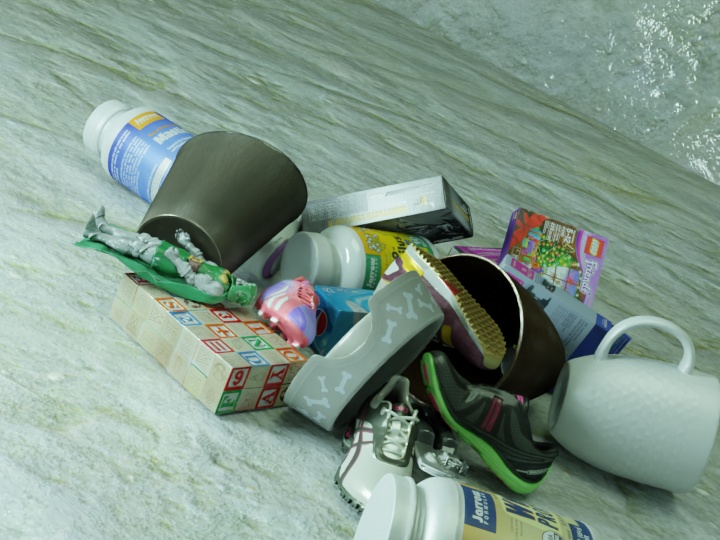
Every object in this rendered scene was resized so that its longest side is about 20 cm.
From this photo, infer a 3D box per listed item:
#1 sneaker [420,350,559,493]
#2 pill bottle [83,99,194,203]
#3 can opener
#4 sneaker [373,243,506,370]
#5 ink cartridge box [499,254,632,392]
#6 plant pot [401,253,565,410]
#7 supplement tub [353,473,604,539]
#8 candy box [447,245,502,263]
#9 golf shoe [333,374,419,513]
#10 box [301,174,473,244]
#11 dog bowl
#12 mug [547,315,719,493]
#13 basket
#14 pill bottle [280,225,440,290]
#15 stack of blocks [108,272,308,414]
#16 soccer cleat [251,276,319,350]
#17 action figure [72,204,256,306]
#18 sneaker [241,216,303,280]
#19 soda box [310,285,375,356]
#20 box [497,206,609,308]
[{"bbox_3d":[0.140,0.154,1.474,0.200,0.084,0.077,46,2,-16],"label":"sneaker"},{"bbox_3d":[-0.283,-0.155,1.846,0.200,0.112,0.112,33,23,24],"label":"pill bottle"},{"bbox_3d":[0.071,0.200,1.437,0.053,0.067,0.200,21,7,-8],"label":"can opener"},{"bbox_3d":[0.088,0.060,1.537,0.075,0.090,0.200,27,20,-44],"label":"sneaker"},{"bbox_3d":[0.239,0.081,1.757,0.200,0.119,0.042,32,27,-6],"label":"ink cartridge box"},{"bbox_3d":[0.163,0.094,1.641,0.187,0.187,0.200,39,10,37],"label":"plant pot"},{"bbox_3d":[0.099,0.263,1.164,0.200,0.144,0.144,19,21,-10],"label":"supplement tub"},{"bbox_3d":[0.230,0.037,1.976,0.136,0.061,0.200,2,30,-45],"label":"candy box"},{"bbox_3d":[0.022,0.180,1.371,0.077,0.088,0.200,20,22,-12],"label":"golf shoe"},{"bbox_3d":[0.039,-0.068,1.828,0.200,0.048,0.158,-10,-15,15],"label":"box"},{"bbox_3d":[0.009,0.091,1.439,0.059,0.200,0.200,45,26,12],"label":"dog bowl"},{"bbox_3d":[0.327,0.149,1.605,0.175,0.200,0.148,15,16,-1],"label":"mug"},{"bbox_3d":[-0.182,-0.064,1.621,0.180,0.136,0.200,15,34,12],"label":"basket"},{"bbox_3d":[0.000,0.000,1.756,0.200,0.113,0.113,7,26,-38],"label":"pill bottle"},{"bbox_3d":[-0.168,0.074,1.474,0.200,0.059,0.115,37,24,34],"label":"stack of blocks"},{"bbox_3d":[-0.076,0.041,1.542,0.067,0.076,0.200,50,-7,-10],"label":"soccer cleat"},{"bbox_3d":[-0.208,-0.010,1.489,0.200,0.055,0.118,24,18,-4],"label":"action figure"},{"bbox_3d":[-0.129,-0.053,1.807,0.100,0.075,0.200,24,20,8],"label":"sneaker"},{"bbox_3d":[0.026,0.068,1.677,0.200,0.068,0.064,6,26,-39],"label":"soda box"},{"bbox_3d":[0.250,0.029,1.845,0.137,0.200,0.039,19,-15,-8],"label":"box"}]
